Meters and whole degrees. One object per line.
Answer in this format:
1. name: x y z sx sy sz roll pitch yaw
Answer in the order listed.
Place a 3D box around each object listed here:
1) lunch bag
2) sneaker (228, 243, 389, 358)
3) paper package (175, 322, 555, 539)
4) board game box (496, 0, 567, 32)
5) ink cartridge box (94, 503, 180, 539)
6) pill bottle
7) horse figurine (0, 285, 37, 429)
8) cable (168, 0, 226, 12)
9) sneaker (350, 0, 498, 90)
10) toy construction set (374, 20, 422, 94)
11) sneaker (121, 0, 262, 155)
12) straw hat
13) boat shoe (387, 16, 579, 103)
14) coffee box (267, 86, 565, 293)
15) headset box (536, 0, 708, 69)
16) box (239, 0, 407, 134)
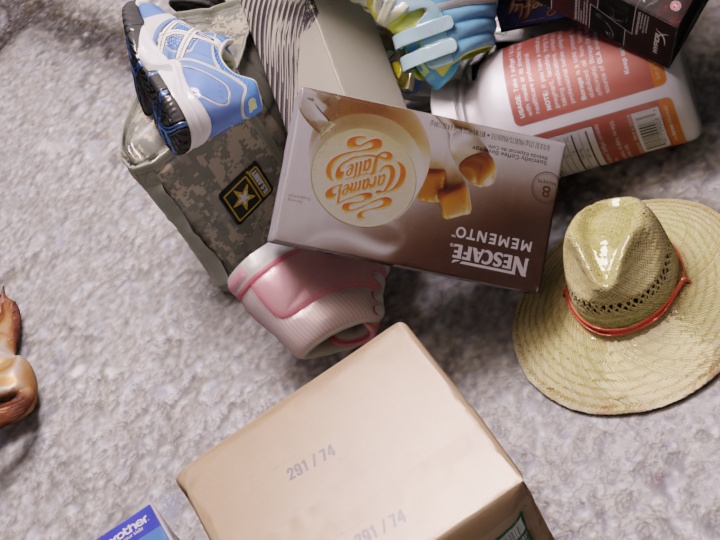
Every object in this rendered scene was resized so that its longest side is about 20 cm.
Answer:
1. lunch bag: -0.113 -0.103 1.348 0.116 0.165 0.202 -8 48 27
2. sneaker: 0.000 0.000 1.258 0.199 0.076 0.105 -32 75 -32
3. paper package: 0.004 0.168 1.081 0.199 0.104 0.191 -33 44 -4
4. board game box: 0.198 -0.253 1.347 0.134 0.035 0.200 -9 19 22
5. ink cartridge box: -0.116 0.250 1.044 0.076 0.137 0.200 -31 43 -6
6. pill bottle: 0.161 -0.133 1.264 0.198 0.113 0.113 -15 45 16
7. horse figurine: -0.327 0.094 1.359 0.131 0.050 0.200 -25 32 -20
8. cable: -0.112 -0.226 1.456 0.096 0.199 0.051 11 78 40
9. sneaker: 0.021 -0.207 1.238 0.197 0.132 0.080 0 -1 -11
10. toy construction set: 0.055 -0.250 1.332 0.201 0.092 0.131 -52 51 -2
11. sneaker: -0.136 -0.156 1.247 0.076 0.076 0.201 -18 40 -13
12. straw hat: 0.186 -0.003 1.150 0.199 0.085 0.203 -15 45 15
13. boat shoe: 0.108 -0.180 1.356 0.198 0.074 0.067 -12 26 18
14. coffee box: 0.040 -0.057 1.175 0.197 0.080 0.116 12 89 -6
15. headset box: 0.180 -0.268 1.185 0.199 0.077 0.150 30 78 13
16. box: -0.031 -0.175 1.291 0.082 0.068 0.202 -34 71 43
